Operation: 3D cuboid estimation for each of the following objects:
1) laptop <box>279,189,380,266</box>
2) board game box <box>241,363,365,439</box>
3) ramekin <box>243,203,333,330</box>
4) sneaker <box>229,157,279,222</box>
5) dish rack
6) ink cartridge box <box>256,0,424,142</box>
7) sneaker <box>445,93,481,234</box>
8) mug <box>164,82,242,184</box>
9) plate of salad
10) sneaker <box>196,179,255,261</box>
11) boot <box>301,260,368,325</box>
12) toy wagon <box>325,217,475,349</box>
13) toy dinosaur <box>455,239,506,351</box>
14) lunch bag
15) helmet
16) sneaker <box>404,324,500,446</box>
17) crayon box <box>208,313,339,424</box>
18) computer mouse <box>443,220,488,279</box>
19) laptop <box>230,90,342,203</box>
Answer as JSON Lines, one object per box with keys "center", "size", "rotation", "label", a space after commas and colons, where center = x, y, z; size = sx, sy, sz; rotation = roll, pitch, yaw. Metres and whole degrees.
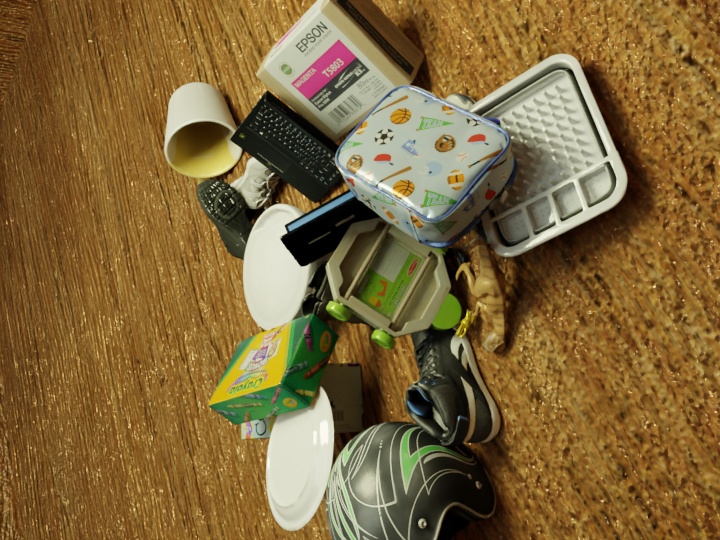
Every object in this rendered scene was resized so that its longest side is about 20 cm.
{"center": [-0.030, -0.093, 1.054], "size": [0.176, 0.200, 0.104], "rotation": [-29, 73, 0], "label": "laptop"}
{"center": [-0.097, 0.208, 1.212], "size": [0.199, 0.104, 0.105], "rotation": [-18, 72, 49], "label": "board game box"}
{"center": [-0.103, -0.002, 1.248], "size": [0.201, 0.093, 0.205], "rotation": [-6, 82, 52], "label": "ramekin"}
{"center": [-0.172, -0.151, 1.385], "size": [0.200, 0.074, 0.083], "rotation": [-38, 74, 49], "label": "sneaker"}
{"center": [0.207, -0.128, 0.885], "size": [0.171, 0.043, 0.202], "rotation": [-29, 64, 30], "label": "dish rack"}
{"center": [-0.033, -0.301, 1.128], "size": [0.199, 0.164, 0.076], "rotation": [-28, 30, 47], "label": "ink cartridge box"}
{"center": [0.114, -0.150, 0.977], "size": [0.077, 0.084, 0.202], "rotation": [-30, 49, 46], "label": "sneaker"}
{"center": [-0.327, -0.278, 1.528], "size": [0.187, 0.148, 0.154], "rotation": [-44, 46, 32], "label": "mug"}
{"center": [-0.078, 0.253, 1.061], "size": [0.200, 0.048, 0.203], "rotation": [-36, 46, 50], "label": "plate of salad"}
{"center": [-0.229, -0.073, 1.380], "size": [0.201, 0.076, 0.091], "rotation": [51, 145, 2], "label": "sneaker"}
{"center": [0.000, 0.000, 1.088], "size": [0.068, 0.129, 0.202], "rotation": [49, 123, 42], "label": "boot"}
{"center": [0.054, 0.023, 0.991], "size": [0.156, 0.199, 0.040], "rotation": [-59, 4, -15], "label": "toy wagon"}
{"center": [0.154, 0.008, 0.919], "size": [0.107, 0.060, 0.202], "rotation": [-115, 4, -53], "label": "toy dinosaur"}
{"center": [0.080, -0.125, 0.889], "size": [0.199, 0.076, 0.160], "rotation": [36, 76, 34], "label": "lunch bag"}
{"center": [0.049, 0.287, 0.948], "size": [0.199, 0.189, 0.203], "rotation": [-8, 80, 51], "label": "helmet"}
{"center": [0.091, 0.127, 0.975], "size": [0.073, 0.111, 0.201], "rotation": [-54, 48, 32], "label": "sneaker"}
{"center": [-0.128, 0.146, 1.112], "size": [0.199, 0.058, 0.120], "rotation": [-23, 34, 47], "label": "crayon box"}
{"center": [0.144, -0.048, 0.988], "size": [0.200, 0.034, 0.059], "rotation": [-47, 53, 39], "label": "computer mouse"}
{"center": [-0.101, -0.173, 1.162], "size": [0.200, 0.176, 0.104], "rotation": [-38, 22, 46], "label": "laptop"}
